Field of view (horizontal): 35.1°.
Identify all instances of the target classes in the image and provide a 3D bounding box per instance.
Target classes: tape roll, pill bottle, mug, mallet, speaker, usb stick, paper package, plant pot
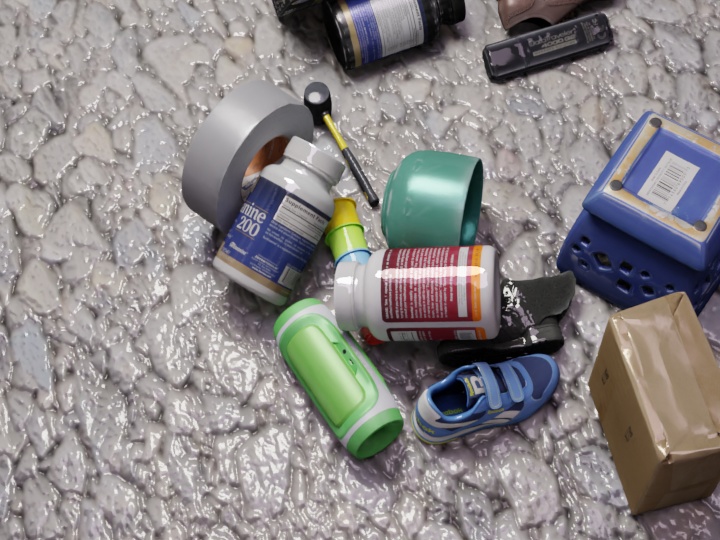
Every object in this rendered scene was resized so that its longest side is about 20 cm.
[{"bbox_3d":[-0.148,-0.148,1.519,0.066,0.201,0.201,34,68,20],"label":"tape roll"},{"bbox_3d":[0.050,-0.380,1.683,0.197,0.112,0.113,-20,61,-7],"label":"pill bottle"},{"bbox_3d":[-0.101,-0.067,1.485,0.110,0.111,0.202,28,89,19],"label":"pill bottle"},{"bbox_3d":[0.087,-0.065,1.482,0.112,0.153,0.188,11,62,14],"label":"mug"},{"bbox_3d":[0.071,0.029,1.396,0.196,0.113,0.115,-1,60,12],"label":"pill bottle"},{"bbox_3d":[-0.026,-0.181,1.604,0.041,0.066,0.202,-26,63,-9],"label":"mallet"},{"bbox_3d":[-0.029,0.132,1.420,0.088,0.089,0.201,-30,63,-13],"label":"speaker"},{"bbox_3d":[0.275,-0.331,1.680,0.196,0.033,0.056,-18,83,-5],"label":"usb stick"},{"bbox_3d":[0.346,0.158,1.310,0.101,0.201,0.193,-13,61,-2],"label":"paper package"},{"bbox_3d":[0.385,-0.070,1.446,0.198,0.181,0.201,31,67,19],"label":"plant pot"}]

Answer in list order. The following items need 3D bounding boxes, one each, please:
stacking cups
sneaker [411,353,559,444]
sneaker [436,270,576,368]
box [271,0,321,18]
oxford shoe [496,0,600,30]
[{"bbox_3d":[0.000,0.000,1.508,0.059,0.061,0.202,-19,63,-6],"label":"stacking cups"},{"bbox_3d":[0.158,0.151,1.397,0.197,0.083,0.075,-22,60,-10],"label":"sneaker"},{"bbox_3d":[0.188,0.060,1.461,0.196,0.060,0.106,-7,61,-5],"label":"sneaker"},{"bbox_3d":[-0.048,-0.429,1.678,0.158,0.200,0.045,-22,98,-8],"label":"box"},{"bbox_3d":[0.299,-0.401,1.714,0.196,0.071,0.074,-8,91,-6],"label":"oxford shoe"}]
